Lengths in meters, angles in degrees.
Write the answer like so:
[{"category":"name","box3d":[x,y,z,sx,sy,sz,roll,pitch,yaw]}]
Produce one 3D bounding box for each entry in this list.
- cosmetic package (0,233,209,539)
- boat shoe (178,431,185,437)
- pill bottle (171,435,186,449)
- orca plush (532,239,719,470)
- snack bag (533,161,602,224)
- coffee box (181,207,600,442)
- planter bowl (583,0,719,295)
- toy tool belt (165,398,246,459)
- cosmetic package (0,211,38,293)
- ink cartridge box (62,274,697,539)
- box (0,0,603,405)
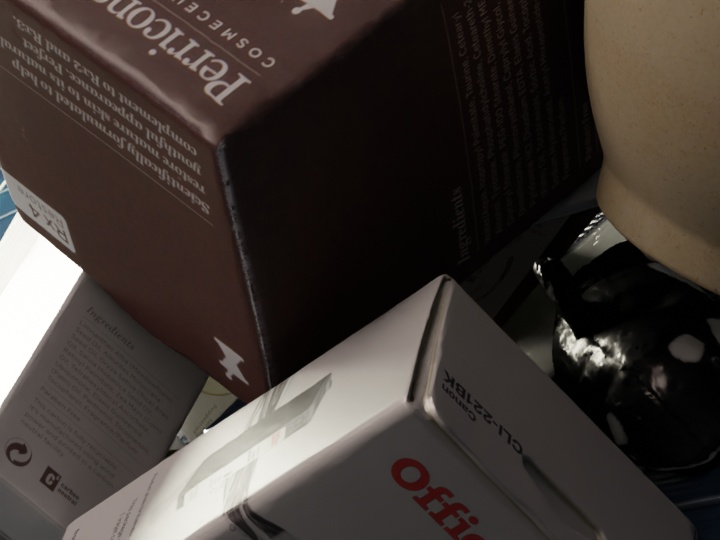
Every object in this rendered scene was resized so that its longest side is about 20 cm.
[{"category":"cosmetic package","box3d":[-0.116,0.042,1.221,0.101,0.071,0.200,-31,24,45]},{"category":"boat shoe","box3d":[-0.060,0.002,1.430,0.200,0.065,0.074,101,153,-54]},{"category":"pill bottle","box3d":[-0.174,0.144,1.440,0.200,0.116,0.116,-50,18,-13]},{"category":"orca plush","box3d":[0.104,0.008,1.187,0.105,0.071,0.200,-37,20,26]},{"category":"snack bag","box3d":[0.110,-0.086,1.242,0.199,0.021,0.189,-16,42,0]},{"category":"coffee box","box3d":[0.000,0.000,1.322,0.200,0.080,0.114,-50,47,12]},{"category":"planter bowl","box3d":[0.162,-0.062,1.065,0.200,0.200,0.135,-96,26,-67]},{"category":"toy tool belt","box3d":[-0.016,0.108,1.211,0.200,0.125,0.123,-44,49,17]},{"category":"cosmetic package","box3d":[-0.124,0.011,1.625,0.200,0.107,0.090,-14,43,60]},{"category":"ink cartridge box","box3d":[0.001,0.116,1.067,0.200,0.144,0.084,-34,22,30]},{"category":"box","box3d":[-0.022,-0.087,1.131,0.200,0.164,0.166,-39,56,-23]}]
